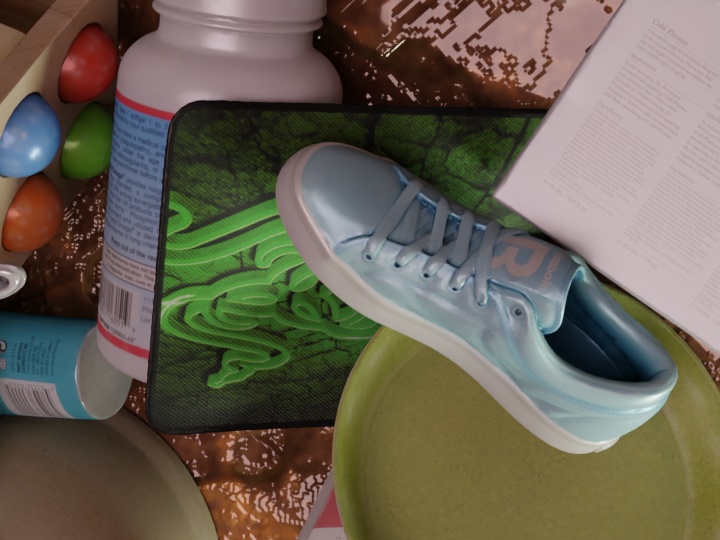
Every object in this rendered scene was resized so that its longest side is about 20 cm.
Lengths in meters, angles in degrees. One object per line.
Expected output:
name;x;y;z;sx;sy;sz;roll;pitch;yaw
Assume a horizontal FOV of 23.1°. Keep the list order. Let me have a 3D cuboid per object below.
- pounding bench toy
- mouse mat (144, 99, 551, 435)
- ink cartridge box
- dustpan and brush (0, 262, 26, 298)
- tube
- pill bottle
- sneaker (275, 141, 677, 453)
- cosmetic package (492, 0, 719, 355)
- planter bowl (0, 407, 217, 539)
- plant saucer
pounding bench toy;-0.205;-0.064;0.880;0.156;0.124;0.200;24;143;10
mouse mat;0.000;0.000;0.829;0.200;0.008;0.161;-1;109;-21
ink cartridge box;0.060;0.173;0.844;0.200;0.117;0.068;28;154;-2
dustpan and brush;-0.232;0.008;0.820;0.200;0.057;0.140;-12;117;22
tube;-0.218;0.047;0.935;0.200;0.050;0.078;3;109;25
pill bottle;-0.066;-0.050;0.848;0.109;0.109;0.200;12;108;15
sneaker;0.058;0.000;0.777;0.200;0.074;0.082;35;144;-12
cosmetic package;0.183;-0.040;0.785;0.200;0.052;0.151;36;103;7
planter bowl;-0.192;0.175;0.938;0.200;0.135;0.201;5;106;18
plant saucer;0.081;0.096;0.824;0.200;0.200;0.031;42;157;4
